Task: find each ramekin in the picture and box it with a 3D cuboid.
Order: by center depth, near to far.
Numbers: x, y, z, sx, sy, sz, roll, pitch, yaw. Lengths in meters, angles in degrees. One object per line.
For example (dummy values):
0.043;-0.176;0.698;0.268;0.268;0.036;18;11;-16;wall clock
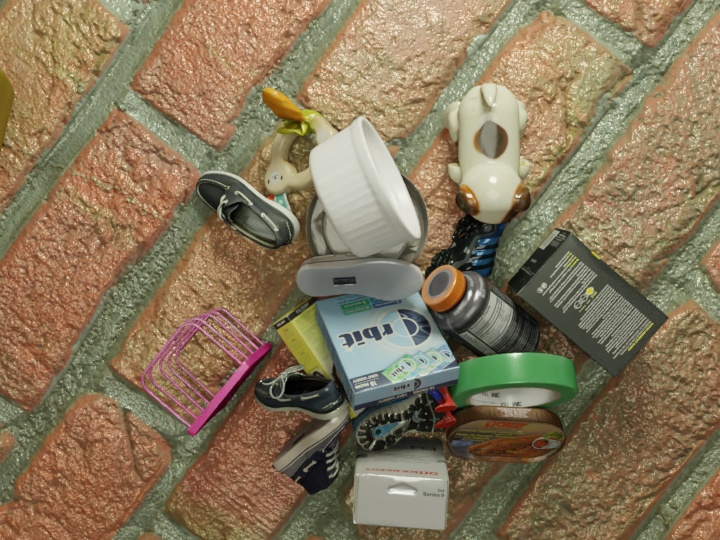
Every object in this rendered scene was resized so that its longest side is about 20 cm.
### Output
0.004;-0.118;1.315;0.097;0.200;0.201;-24;94;12;ramekin

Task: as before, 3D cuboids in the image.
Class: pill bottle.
0.185;0.070;1.386;0.200;0.106;0.106;37;96;-31;pill bottle

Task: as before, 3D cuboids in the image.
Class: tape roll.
0.238;0.179;1.386;0.199;0.201;0.048;-2;68;2;tape roll

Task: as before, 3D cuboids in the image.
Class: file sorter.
-0.245;0.149;1.403;0.125;0.200;0.139;40;96;1;file sorter

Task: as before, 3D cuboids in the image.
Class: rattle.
-0.133;-0.167;1.392;0.130;0.143;0.200;43;105;18;rattle

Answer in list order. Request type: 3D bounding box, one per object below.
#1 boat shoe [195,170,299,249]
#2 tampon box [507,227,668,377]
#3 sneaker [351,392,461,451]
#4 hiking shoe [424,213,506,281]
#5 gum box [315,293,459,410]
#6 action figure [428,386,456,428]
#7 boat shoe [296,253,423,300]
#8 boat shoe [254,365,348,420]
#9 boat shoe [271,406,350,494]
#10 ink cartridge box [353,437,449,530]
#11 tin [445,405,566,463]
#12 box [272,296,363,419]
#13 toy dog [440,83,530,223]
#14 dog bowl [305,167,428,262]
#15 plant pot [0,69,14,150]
-0.193;-0.098;1.418;0.199;0.060;0.076;25;127;20;boat shoe
0.354;0.047;1.394;0.200;0.150;0.126;40;96;-2;tampon box
0.074;0.227;1.457;0.199;0.090;0.079;-14;106;-18;sneaker
0.192;-0.037;1.443;0.087;0.074;0.200;40;93;-28;hiking shoe
0.037;0.111;1.376;0.169;0.200;0.045;-12;135;-15;gum box
0.079;0.159;1.407;0.098;0.200;0.065;-9;134;-7;action figure
0.000;0.000;1.386;0.199;0.065;0.074;4;120;3;boat shoe
-0.106;0.192;1.418;0.075;0.199;0.062;-39;119;-32;boat shoe
-0.056;0.294;1.447;0.093;0.075;0.200;41;130;-7;boat shoe
0.062;0.334;1.406;0.145;0.200;0.085;3;96;2;ink cartridge box
0.236;0.267;1.439;0.199;0.042;0.112;6;138;-10;tin
-0.055;0.146;1.453;0.050;0.075;0.200;-32;95;46;box
0.205;-0.168;1.347;0.139;0.194;0.201;2;73;-6;toy dog
0.012;-0.074;1.442;0.199;0.059;0.201;0;96;2;dog bowl
-0.660;-0.248;1.392;0.199;0.176;0.201;16;95;1;plant pot
